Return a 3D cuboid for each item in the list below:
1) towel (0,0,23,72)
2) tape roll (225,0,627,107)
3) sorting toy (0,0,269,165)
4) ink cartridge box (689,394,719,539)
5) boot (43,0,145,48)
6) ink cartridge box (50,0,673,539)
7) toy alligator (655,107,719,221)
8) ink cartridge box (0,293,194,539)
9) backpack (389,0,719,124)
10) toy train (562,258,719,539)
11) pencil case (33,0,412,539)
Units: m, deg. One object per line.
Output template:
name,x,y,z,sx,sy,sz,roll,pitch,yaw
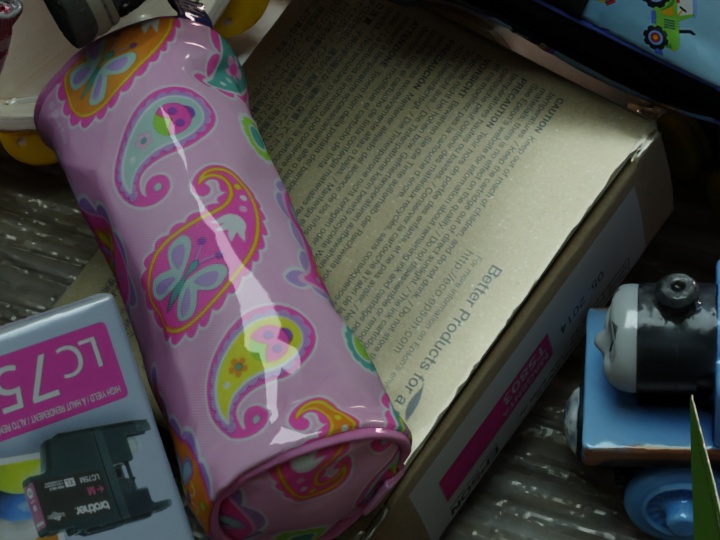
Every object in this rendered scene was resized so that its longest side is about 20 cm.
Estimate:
towel,-0.222,-0.074,1.037,0.146,0.200,0.030,12,58,-15
tape roll,0.017,-0.069,1.151,0.202,0.037,0.203,-3,49,3
sorting toy,-0.135,-0.151,1.192,0.200,0.107,0.180,-35,30,1
ink cartridge box,0.082,0.158,0.830,0.075,0.200,0.148,-6,47,0
boot,-0.067,-0.168,1.013,0.153,0.074,0.204,-28,30,0
ink cartridge box,0.000,0.000,1.026,0.164,0.075,0.200,31,75,24
toy alligator,0.181,-0.043,1.099,0.059,0.054,0.200,-27,51,-17
ink cartridge box,-0.111,0.120,0.909,0.119,0.201,0.042,-19,6,-13
backpack,0.125,-0.133,1.025,0.199,0.135,0.183,27,13,10
toy train,0.175,0.043,0.982,0.199,0.115,0.087,2,48,7
pencil case,-0.050,0.001,0.949,0.087,0.088,0.200,-18,60,-11
